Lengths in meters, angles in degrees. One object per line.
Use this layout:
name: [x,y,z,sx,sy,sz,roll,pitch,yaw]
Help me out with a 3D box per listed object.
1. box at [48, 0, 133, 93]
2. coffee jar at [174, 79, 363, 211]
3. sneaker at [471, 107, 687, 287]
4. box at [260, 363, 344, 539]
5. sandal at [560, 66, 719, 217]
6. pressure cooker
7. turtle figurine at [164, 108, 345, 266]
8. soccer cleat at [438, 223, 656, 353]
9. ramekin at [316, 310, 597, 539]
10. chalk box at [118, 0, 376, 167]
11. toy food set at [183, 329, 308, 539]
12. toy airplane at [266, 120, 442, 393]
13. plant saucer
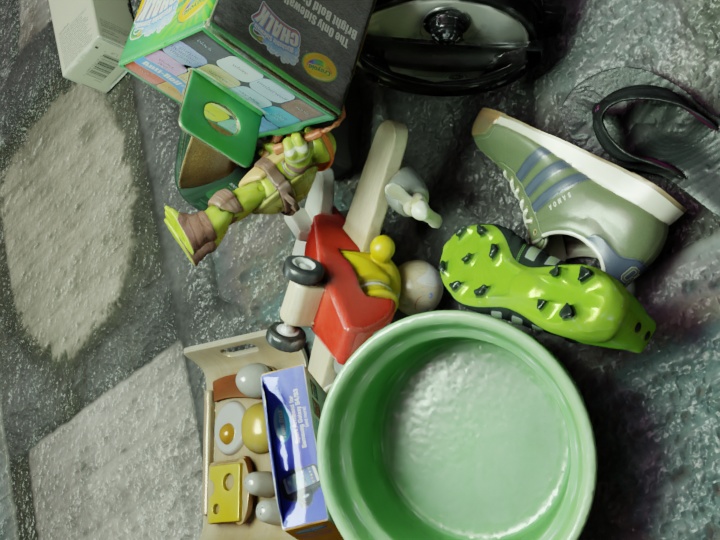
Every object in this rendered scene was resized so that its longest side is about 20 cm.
box: [-0.331,-0.324,1.375,0.082,0.068,0.203,-34,57,30]
coffee jar: [-0.086,-0.123,1.082,0.198,0.085,0.106,-13,63,40]
sneaker: [0.145,-0.051,0.860,0.199,0.067,0.091,34,98,40]
box: [-0.034,0.156,0.889,0.041,0.200,0.121,-13,66,5]
sandal: [0.221,-0.100,0.816,0.200,0.048,0.076,35,103,42]
pressure cooker: [0.061,-0.238,0.914,0.174,0.177,0.204,-12,70,37]
turtle figurine: [-0.077,-0.067,0.895,0.160,0.065,0.200,-36,12,-11]
soccer cleat: [0.128,0.017,0.818,0.068,0.081,0.199,-60,32,-3]
ramekin: [0.076,0.128,0.813,0.196,0.098,0.204,0,91,18]
chalk box: [-0.078,-0.173,0.794,0.123,0.124,0.203,-4,63,50]
toy food set: [-0.118,0.164,1.052,0.142,0.060,0.204,-14,69,39]
toy airplane: [0.000,0.000,0.946,0.200,0.139,0.203,123,158,-70]
plant saucer: [-0.096,-0.154,0.958,0.200,0.035,0.203,-90,26,-82]
